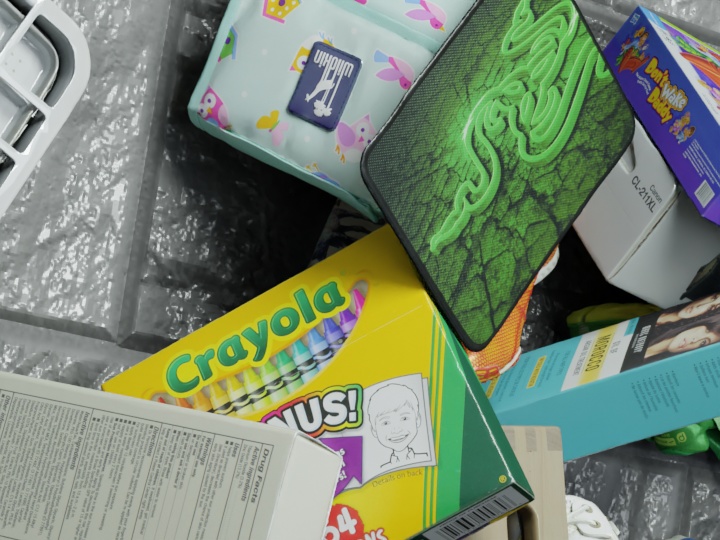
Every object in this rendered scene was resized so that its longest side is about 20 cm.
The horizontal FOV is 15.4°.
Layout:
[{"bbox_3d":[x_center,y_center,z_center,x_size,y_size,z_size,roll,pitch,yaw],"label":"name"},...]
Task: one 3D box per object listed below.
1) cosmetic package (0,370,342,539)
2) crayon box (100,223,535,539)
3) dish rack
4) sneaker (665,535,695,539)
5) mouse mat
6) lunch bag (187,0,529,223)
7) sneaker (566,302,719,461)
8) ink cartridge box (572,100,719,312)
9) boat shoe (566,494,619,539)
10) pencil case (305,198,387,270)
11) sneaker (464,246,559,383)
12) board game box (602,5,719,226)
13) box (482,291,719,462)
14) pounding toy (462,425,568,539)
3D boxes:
[{"bbox_3d":[-0.121,0.126,1.480,0.073,0.199,0.104,36,67,-64],"label":"cosmetic package"},{"bbox_3d":[-0.027,0.098,1.526,0.173,0.199,0.058,64,9,22],"label":"crayon box"},{"bbox_3d":[-0.262,-0.117,1.481,0.200,0.043,0.172,43,67,-28],"label":"dish rack"},{"bbox_3d":[0.273,0.273,1.838,0.079,0.089,0.200,-45,114,-26],"label":"sneaker"},{"bbox_3d":[0.084,-0.073,1.537,0.200,0.008,0.161,-54,130,-28],"label":"mouse mat"},{"bbox_3d":[0.013,-0.129,1.593,0.200,0.170,0.122,-52,156,-27],"label":"lunch bag"},{"bbox_3d":[0.219,0.080,1.810,0.200,0.074,0.084,31,68,-32],"label":"sneaker"},{"bbox_3d":[0.231,-0.029,1.770,0.199,0.146,0.083,24,114,-33],"label":"ink cartridge box"},{"bbox_3d":[0.132,0.179,1.693,0.070,0.200,0.070,-18,90,-2],"label":"boat shoe"},{"bbox_3d":[0.000,0.000,1.646,0.078,0.089,0.201,78,32,-67],"label":"pencil case"},{"bbox_3d":[0.079,0.000,1.675,0.200,0.073,0.077,-65,161,-51],"label":"sneaker"},{"bbox_3d":[0.247,-0.079,1.718,0.134,0.200,0.045,26,113,-30],"label":"board game box"},{"bbox_3d":[0.165,0.071,1.687,0.049,0.199,0.082,63,25,-18],"label":"box"},{"bbox_3d":[0.051,0.205,1.636,0.142,0.184,0.201,2,80,-35],"label":"pounding toy"}]
